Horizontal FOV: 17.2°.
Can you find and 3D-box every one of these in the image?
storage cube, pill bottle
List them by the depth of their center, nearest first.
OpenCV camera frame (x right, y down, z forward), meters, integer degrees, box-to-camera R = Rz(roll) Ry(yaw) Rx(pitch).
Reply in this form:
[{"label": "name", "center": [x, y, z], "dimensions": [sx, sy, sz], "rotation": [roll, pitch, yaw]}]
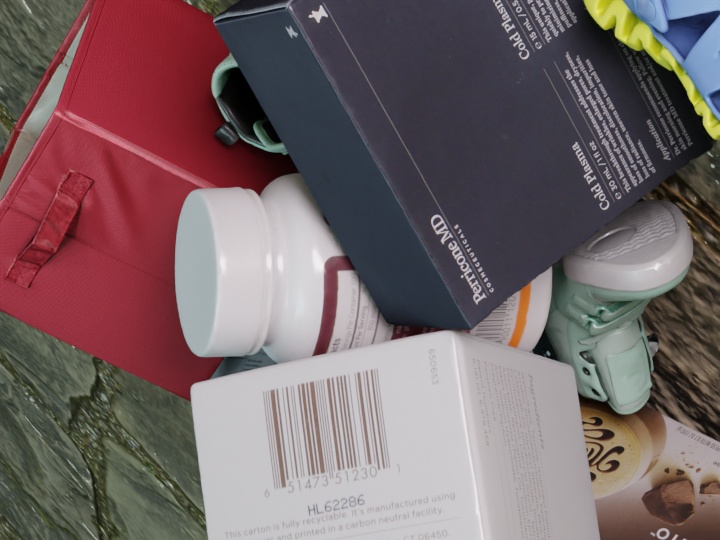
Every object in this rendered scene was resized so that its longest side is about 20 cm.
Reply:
[{"label": "pill bottle", "center": [0.000, 0.000, 1.380], "dimensions": [0.114, 0.199, 0.115], "rotation": [179, 90, -71]}, {"label": "storage cube", "center": [-0.136, -0.054, 1.540], "dimensions": [0.179, 0.200, 0.171], "rotation": [26, 127, -14]}]

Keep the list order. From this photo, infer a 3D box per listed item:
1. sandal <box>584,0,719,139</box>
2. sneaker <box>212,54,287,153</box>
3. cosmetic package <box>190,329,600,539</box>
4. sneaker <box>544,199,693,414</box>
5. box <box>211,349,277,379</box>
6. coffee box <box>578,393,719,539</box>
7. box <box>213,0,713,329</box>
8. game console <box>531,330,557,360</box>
[{"label": "sandal", "center": [0.183, -0.118, 1.137], "dimensions": [0.200, 0.079, 0.087], "rotation": [41, 151, 27]}, {"label": "sneaker", "center": [-0.002, -0.076, 1.456], "dimensions": [0.200, 0.118, 0.074], "rotation": [36, 125, 4]}, {"label": "cosmetic package", "center": [0.028, 0.137, 1.352], "dimensions": [0.200, 0.167, 0.167], "rotation": [18, -119, -65]}, {"label": "sneaker", "center": [0.160, 0.026, 1.394], "dimensions": [0.118, 0.074, 0.200], "rotation": [64, 167, -8]}, {"label": "box", "center": [-0.035, -0.004, 1.594], "dimensions": [0.041, 0.200, 0.156], "rotation": [34, 166, -22]}, {"label": "coffee box", "center": [0.173, 0.155, 1.463], "dimensions": [0.200, 0.113, 0.080], "rotation": [27, 148, 30]}, {"label": "box", "center": [0.056, -0.100, 1.277], "dimensions": [0.200, 0.182, 0.104], "rotation": [60, 157, -14]}, {"label": "game console", "center": [0.056, 0.074, 1.625], "dimensions": [0.171, 0.118, 0.200], "rotation": [60, 158, -15]}]
